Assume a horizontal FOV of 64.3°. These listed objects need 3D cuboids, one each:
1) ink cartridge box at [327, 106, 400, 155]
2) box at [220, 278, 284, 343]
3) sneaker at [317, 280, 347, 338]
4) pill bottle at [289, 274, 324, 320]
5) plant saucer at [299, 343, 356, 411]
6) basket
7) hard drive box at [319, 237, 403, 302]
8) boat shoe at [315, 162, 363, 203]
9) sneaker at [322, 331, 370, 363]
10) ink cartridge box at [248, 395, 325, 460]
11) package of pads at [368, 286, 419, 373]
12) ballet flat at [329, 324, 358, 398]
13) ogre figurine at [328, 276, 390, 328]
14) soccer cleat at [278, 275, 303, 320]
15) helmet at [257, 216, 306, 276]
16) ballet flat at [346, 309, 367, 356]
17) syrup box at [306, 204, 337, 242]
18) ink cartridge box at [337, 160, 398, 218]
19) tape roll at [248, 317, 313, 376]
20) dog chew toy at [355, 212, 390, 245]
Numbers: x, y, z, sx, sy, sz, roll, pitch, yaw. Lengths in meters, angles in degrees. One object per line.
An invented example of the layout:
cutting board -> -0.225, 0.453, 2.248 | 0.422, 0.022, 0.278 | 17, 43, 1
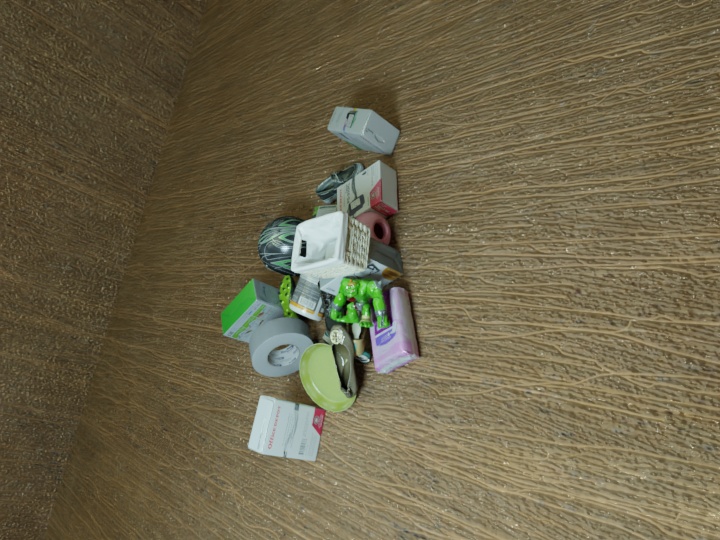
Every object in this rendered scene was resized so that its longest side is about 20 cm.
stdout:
ink cartridge box -> 0.010, -0.447, 1.825 | 0.198, 0.143, 0.086 | 25, 91, 50
box -> -0.344, 0.149, 1.933 | 0.200, 0.174, 0.099 | -44, 46, 26
sneaker -> -0.089, 0.103, 1.673 | 0.073, 0.108, 0.203 | -23, 34, 11
pill bottle -> -0.139, 0.043, 1.796 | 0.115, 0.115, 0.206 | 19, 87, 50
plant saucer -> -0.086, 0.298, 1.617 | 0.194, 0.031, 0.207 | 10, 110, 29
basket -> -0.077, -0.059, 1.525 | 0.196, 0.121, 0.140 | -11, 66, 46
hard drive box -> 0.000, 0.000, 1.627 | 0.198, 0.153, 0.079 | -33, 51, 35
boat shoe -> -0.074, -0.293, 1.908 | 0.198, 0.070, 0.074 | -37, 48, 32
sneaker -> -0.038, 0.203, 1.644 | 0.198, 0.077, 0.081 | 27, 80, 48
ink cartridge box -> -0.207, 0.447, 1.622 | 0.082, 0.197, 0.150 | -1, 71, 46
package of pads -> 0.084, 0.158, 1.520 | 0.119, 0.075, 0.206 | -30, 52, 33
ballet flat -> -0.047, 0.246, 1.530 | 0.065, 0.046, 0.207 | -2, 104, 31
ogre figurine -> -0.004, 0.082, 1.525 | 0.198, 0.095, 0.125 | 4, 90, 60
soccer cleat -> -0.222, 0.112, 1.882 | 0.067, 0.080, 0.205 | -33, 53, 30
helmet -> -0.242, -0.085, 1.911 | 0.197, 0.188, 0.207 | -22, 58, 39
ballet flat -> -0.008, 0.147, 1.606 | 0.203, 0.066, 0.065 | -93, 3, -49
syrup box -> -0.110, -0.119, 1.765 | 0.076, 0.084, 0.202 | -5, 32, 9
ink cartridge box -> 0.018, -0.218, 1.759 | 0.197, 0.083, 0.149 | -27, 54, 40
tape roll -> -0.243, 0.237, 1.760 | 0.201, 0.197, 0.067 | -47, 44, 22
dog chew toy -> 0.001, -0.096, 1.703 | 0.198, 0.122, 0.129 | -18, 59, 53
